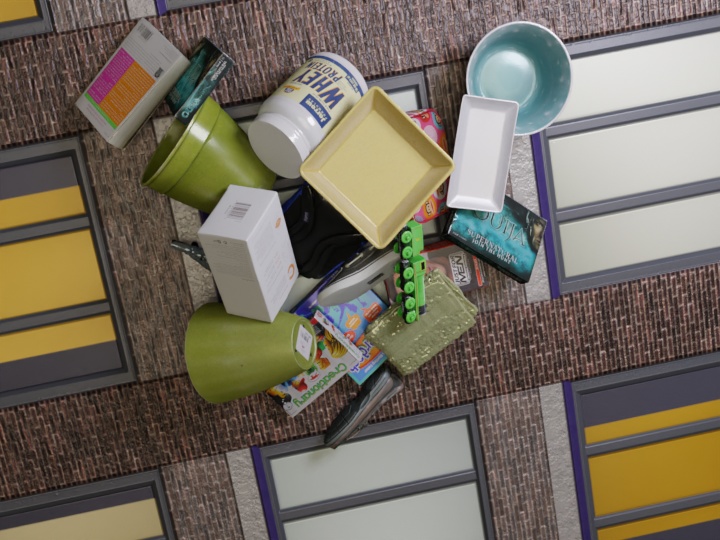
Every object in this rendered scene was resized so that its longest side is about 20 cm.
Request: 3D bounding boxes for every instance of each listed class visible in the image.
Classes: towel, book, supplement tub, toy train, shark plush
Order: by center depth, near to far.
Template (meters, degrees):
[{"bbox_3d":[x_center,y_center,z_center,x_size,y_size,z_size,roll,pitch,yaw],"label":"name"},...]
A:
[{"bbox_3d":[-0.091,-0.273,1.525,0.145,0.145,0.201,46,60,-12],"label":"supplement tub"},{"bbox_3d":[-0.411,-0.337,1.545,0.200,0.048,0.134,-49,65,6],"label":"book"},{"bbox_3d":[0.093,0.004,1.572,0.056,0.042,0.203,-20,120,-27],"label":"toy train"},{"bbox_3d":[-0.259,-0.017,1.631,0.199,0.083,0.091,38,96,-11],"label":"shark plush"},{"bbox_3d":[0.117,0.101,1.661,0.200,0.037,0.148,-41,114,8],"label":"towel"}]

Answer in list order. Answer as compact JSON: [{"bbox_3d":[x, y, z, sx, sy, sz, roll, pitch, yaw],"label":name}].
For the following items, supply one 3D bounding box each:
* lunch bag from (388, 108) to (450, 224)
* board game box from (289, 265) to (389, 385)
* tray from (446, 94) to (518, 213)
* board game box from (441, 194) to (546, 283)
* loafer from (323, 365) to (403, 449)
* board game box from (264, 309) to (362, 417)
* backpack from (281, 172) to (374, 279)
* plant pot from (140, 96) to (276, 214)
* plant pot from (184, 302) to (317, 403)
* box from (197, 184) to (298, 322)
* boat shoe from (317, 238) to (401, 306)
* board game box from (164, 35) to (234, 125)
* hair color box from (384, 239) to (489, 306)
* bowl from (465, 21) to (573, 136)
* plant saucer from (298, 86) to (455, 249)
[{"bbox_3d":[0.093,-0.186,1.585,0.081,0.175,0.203,0,109,38],"label":"lunch bag"},{"bbox_3d":[-0.018,0.102,1.697,0.152,0.045,0.200,-45,102,4],"label":"board game box"},{"bbox_3d":[0.219,-0.210,1.562,0.106,0.022,0.203,6,102,-5],"label":"tray"},{"bbox_3d":[0.257,-0.081,1.641,0.198,0.028,0.137,29,70,-21],"label":"board game box"},{"bbox_3d":[0.009,0.286,1.727,0.063,0.072,0.201,38,94,-17],"label":"loafer"},{"bbox_3d":[-0.109,0.184,1.681,0.126,0.035,0.200,43,113,-11],"label":"board game box"},{"bbox_3d":[-0.065,-0.089,1.597,0.162,0.168,0.200,41,128,-8],"label":"backpack"},{"bbox_3d":[-0.259,-0.185,1.554,0.192,0.200,0.201,34,97,-22],"label":"plant pot"},{"bbox_3d":[-0.187,0.141,1.580,0.197,0.187,0.190,-9,104,26],"label":"plant pot"},{"bbox_3d":[-0.190,-0.028,1.499,0.096,0.125,0.202,10,138,20],"label":"box"},{"bbox_3d":[0.000,0.000,1.627,0.198,0.071,0.064,-30,63,12],"label":"boat shoe"},{"bbox_3d":[-0.287,-0.335,1.506,0.028,0.200,0.136,36,97,-28],"label":"board game box"},{"bbox_3d":[0.143,0.003,1.684,0.197,0.061,0.103,-15,103,-1],"label":"hair color box"},{"bbox_3d":[0.282,-0.355,1.602,0.197,0.105,0.204,-1,102,-5],"label":"bowl"},{"bbox_3d":[0.027,-0.175,1.482,0.200,0.048,0.200,43,88,-7],"label":"plant saucer"}]
